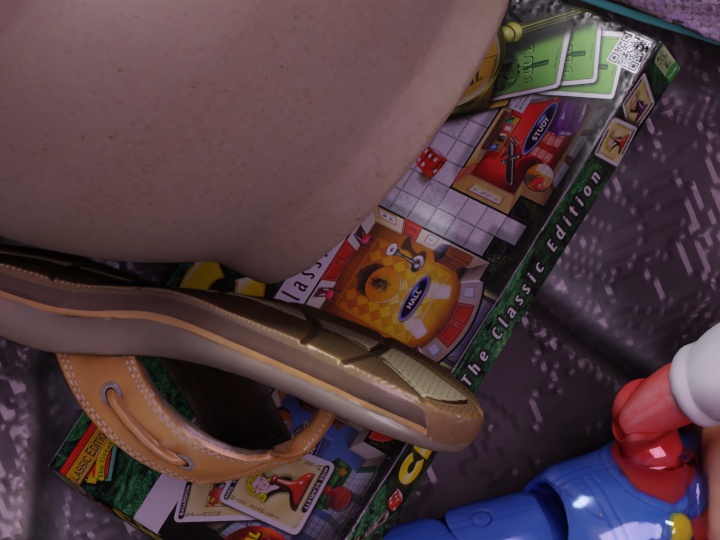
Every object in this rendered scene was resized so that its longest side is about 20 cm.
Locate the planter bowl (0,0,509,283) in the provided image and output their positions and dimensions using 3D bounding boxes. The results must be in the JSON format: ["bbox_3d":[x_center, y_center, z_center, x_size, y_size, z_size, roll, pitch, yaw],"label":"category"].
[{"bbox_3d":[-0.043,-0.081,0.808,0.135,0.200,0.200,36,82,-17],"label":"planter bowl"}]

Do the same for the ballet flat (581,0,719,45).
[{"bbox_3d":[0.141,-0.087,0.890,0.200,0.072,0.072,22,84,-20],"label":"ballet flat"}]

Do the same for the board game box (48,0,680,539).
[{"bbox_3d":[0.000,0.000,0.866,0.200,0.105,0.023,-58,144,-8],"label":"board game box"}]

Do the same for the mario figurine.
[{"bbox_3d":[0.094,0.083,0.868,0.200,0.123,0.106,-27,82,-7],"label":"mario figurine"}]

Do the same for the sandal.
[{"bbox_3d":[-0.054,0.031,0.823,0.200,0.080,0.054,11,93,28],"label":"sandal"}]
